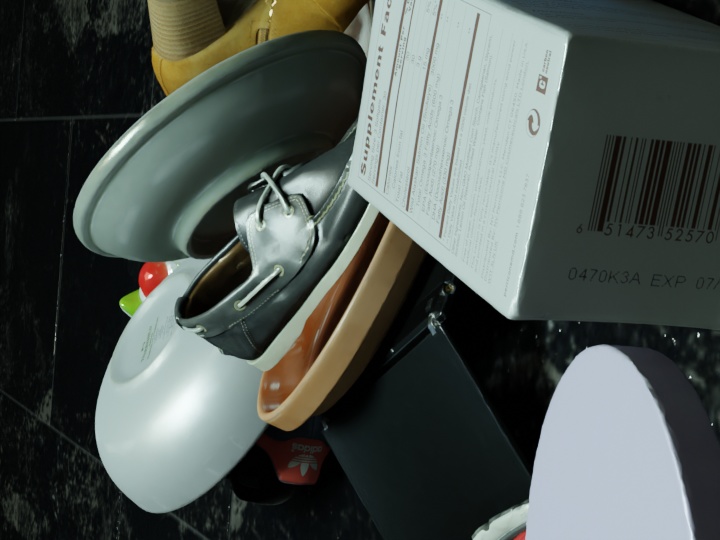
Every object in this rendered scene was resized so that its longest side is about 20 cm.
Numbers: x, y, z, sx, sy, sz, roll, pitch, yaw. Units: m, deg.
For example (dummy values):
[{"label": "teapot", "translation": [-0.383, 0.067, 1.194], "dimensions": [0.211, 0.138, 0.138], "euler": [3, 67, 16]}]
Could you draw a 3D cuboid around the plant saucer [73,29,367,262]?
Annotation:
[{"label": "plant saucer", "translation": [-0.070, -0.057, 1.086], "dimensions": [0.050, 0.199, 0.200], "euler": [56, 146, 16]}]

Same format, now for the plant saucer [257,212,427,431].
[{"label": "plant saucer", "translation": [0.000, 0.000, 1.057], "dimensions": [0.201, 0.032, 0.200], "euler": [-59, 12, 20]}]

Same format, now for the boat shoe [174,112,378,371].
[{"label": "boat shoe", "translation": [-0.036, -0.025, 1.028], "dimensions": [0.200, 0.067, 0.072], "euler": [-52, 17, 35]}]

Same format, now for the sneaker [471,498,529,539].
[{"label": "sneaker", "translation": [0.089, 0.166, 0.852], "dimensions": [0.200, 0.077, 0.085], "euler": [108, 144, -48]}]

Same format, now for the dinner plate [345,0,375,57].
[{"label": "dinner plate", "translation": [-0.020, -0.121, 1.223], "dimensions": [0.200, 0.024, 0.201], "euler": [-175, 90, -69]}]

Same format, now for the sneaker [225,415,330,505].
[{"label": "sneaker", "translation": [-0.076, 0.115, 1.256], "dimensions": [0.200, 0.075, 0.085], "euler": [160, 116, -67]}]

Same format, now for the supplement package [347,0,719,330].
[{"label": "supplement package", "translation": [0.086, -0.061, 0.812], "dimensions": [0.200, 0.116, 0.118], "euler": [-136, 52, -64]}]

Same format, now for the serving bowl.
[{"label": "serving bowl", "translation": [-0.111, 0.054, 1.209], "dimensions": [0.200, 0.066, 0.201], "euler": [-41, 28, 27]}]

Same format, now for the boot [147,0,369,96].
[{"label": "boot", "translation": [-0.027, -0.150, 1.105], "dimensions": [0.144, 0.200, 0.071], "euler": [75, 175, -56]}]

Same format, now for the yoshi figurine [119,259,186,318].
[{"label": "yoshi figurine", "translation": [-0.100, -0.009, 1.355], "dimensions": [0.112, 0.112, 0.201], "euler": [-52, -22, -40]}]

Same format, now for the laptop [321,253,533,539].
[{"label": "laptop", "translation": [0.057, 0.055, 1.015], "dimensions": [0.177, 0.103, 0.201], "euler": [-45, 20, 58]}]

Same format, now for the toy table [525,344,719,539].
[{"label": "toy table", "translation": [0.135, 0.129, 0.656], "dimensions": [0.184, 0.116, 0.201], "euler": [163, 110, -68]}]
